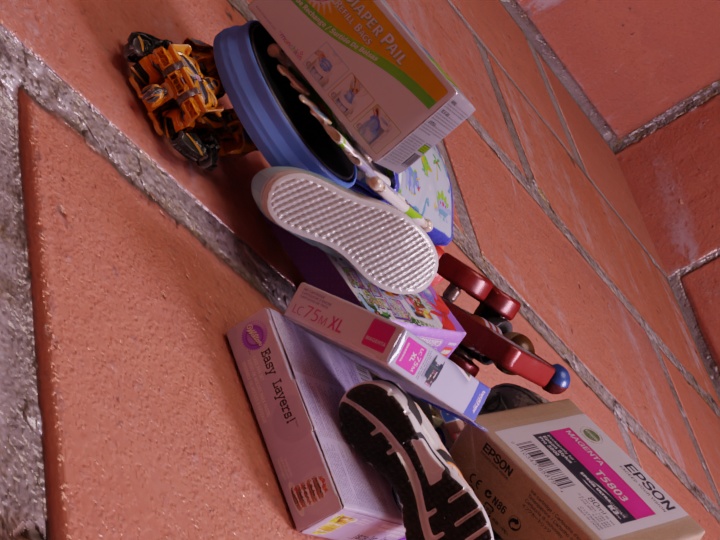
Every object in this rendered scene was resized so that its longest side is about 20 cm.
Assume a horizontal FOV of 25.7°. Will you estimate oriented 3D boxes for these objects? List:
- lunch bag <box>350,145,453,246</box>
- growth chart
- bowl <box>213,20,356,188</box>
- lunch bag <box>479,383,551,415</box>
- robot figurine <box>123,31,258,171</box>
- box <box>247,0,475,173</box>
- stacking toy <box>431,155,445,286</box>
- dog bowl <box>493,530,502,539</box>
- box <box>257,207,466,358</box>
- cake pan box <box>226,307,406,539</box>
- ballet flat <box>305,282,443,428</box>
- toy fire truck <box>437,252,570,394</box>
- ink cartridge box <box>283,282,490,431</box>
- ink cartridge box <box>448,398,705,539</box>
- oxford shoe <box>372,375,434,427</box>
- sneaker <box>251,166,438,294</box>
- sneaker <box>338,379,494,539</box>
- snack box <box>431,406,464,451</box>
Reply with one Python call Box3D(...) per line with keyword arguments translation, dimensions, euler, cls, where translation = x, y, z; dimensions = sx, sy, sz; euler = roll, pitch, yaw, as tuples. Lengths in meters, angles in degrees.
Box3D(translation=(0.023, -0.127, 1.807), dimensions=(0.200, 0.127, 0.170), euler=(58, 14, 29), cls="lunch bag")
Box3D(translation=(-0.013, -0.126, 1.502), dimensions=(0.200, 0.018, 0.145), euler=(54, 9, 26), cls="growth chart")
Box3D(translation=(-0.069, -0.155, 1.538), dimensions=(0.201, 0.039, 0.201), euler=(52, 17, -23), cls="bowl")
Box3D(translation=(0.202, 0.215, 1.731), dimensions=(0.200, 0.139, 0.168), euler=(32, 32, -60), cls="lunch bag")
Box3D(translation=(-0.149, -0.164, 1.485), dimensions=(0.145, 0.058, 0.200), euler=(61, 16, 6), cls="robot figurine")
Box3D(translation=(0.002, -0.203, 1.504), dimensions=(0.200, 0.101, 0.112), euler=(51, 9, 10), cls="box")
Box3D(translation=(0.074, -0.060, 1.940), dimensions=(0.085, 0.085, 0.200), euler=(44, 29, -43), cls="stacking toy")
Box3D(translation=(0.166, 0.293, 1.491), dimensions=(0.200, 0.074, 0.200), euler=(23, 27, -12), cls="dog bowl")
Box3D(translation=(0.000, 0.000, 1.534), dimensions=(0.137, 0.039, 0.200), euler=(12, 33, -44), cls="box")
Box3D(translation=(-0.026, 0.136, 1.361), dimensions=(0.184, 0.052, 0.200), euler=(30, 34, -63), cls="cake pan box")
Box3D(translation=(0.018, 0.080, 1.554), dimensions=(0.200, 0.069, 0.069), euler=(61, 17, 3), cls="ballet flat")
Box3D(translation=(0.143, 0.080, 1.721), dimensions=(0.168, 0.112, 0.200), euler=(35, 2, 33), cls="toy fire truck")
Box3D(translation=(0.033, 0.077, 1.375), dimensions=(0.119, 0.042, 0.200), euler=(23, -10, 36), cls="ink cartridge box")
Box3D(translation=(0.200, 0.217, 1.493), dimensions=(0.165, 0.075, 0.200), euler=(-6, 41, -47), cls="ink cartridge box")
Box3D(translation=(0.045, 0.188, 1.474), dimensions=(0.071, 0.071, 0.200), euler=(67, 9, -60), cls="oxford shoe")
Box3D(translation=(-0.015, -0.046, 1.466), dimensions=(0.200, 0.074, 0.082), euler=(32, 3, -29), cls="sneaker")
Box3D(translation=(0.058, 0.175, 1.333), dimensions=(0.200, 0.074, 0.080), euler=(61, 15, 0), cls="sneaker")
Box3D(translation=(0.064, 0.125, 1.608), dimensions=(0.024, 0.072, 0.200), euler=(-13, 66, -26), cls="snack box")
